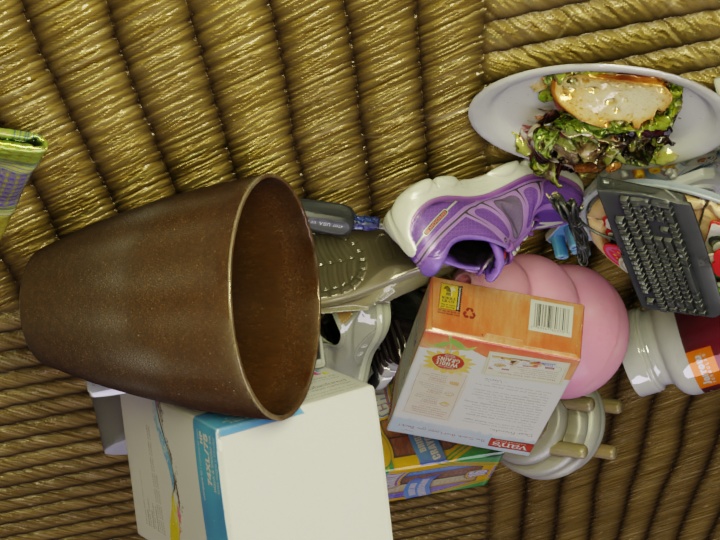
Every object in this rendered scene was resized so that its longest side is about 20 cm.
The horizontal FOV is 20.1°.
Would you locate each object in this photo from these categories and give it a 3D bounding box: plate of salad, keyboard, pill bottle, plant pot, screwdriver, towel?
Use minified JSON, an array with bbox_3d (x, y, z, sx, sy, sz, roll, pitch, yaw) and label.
[{"bbox_3d":[0.179,-0.103,1.519,0.199,0.048,0.200,4,162,1],"label":"plate of salad"},{"bbox_3d":[0.215,-0.018,1.608,0.126,0.021,0.200,14,157,25],"label":"keyboard"},{"bbox_3d":[0.353,0.055,1.970,0.199,0.114,0.113,-19,158,17],"label":"pill bottle"},{"bbox_3d":[-0.155,0.024,1.573,0.199,0.188,0.187,-3,162,19],"label":"plant pot"},{"bbox_3d":[0.030,-0.038,1.649,0.199,0.029,0.028,4,-179,-17],"label":"screwdriver"},{"bbox_3d":[-0.314,-0.051,1.478,0.143,0.023,0.200,0,156,-25],"label":"towel"}]

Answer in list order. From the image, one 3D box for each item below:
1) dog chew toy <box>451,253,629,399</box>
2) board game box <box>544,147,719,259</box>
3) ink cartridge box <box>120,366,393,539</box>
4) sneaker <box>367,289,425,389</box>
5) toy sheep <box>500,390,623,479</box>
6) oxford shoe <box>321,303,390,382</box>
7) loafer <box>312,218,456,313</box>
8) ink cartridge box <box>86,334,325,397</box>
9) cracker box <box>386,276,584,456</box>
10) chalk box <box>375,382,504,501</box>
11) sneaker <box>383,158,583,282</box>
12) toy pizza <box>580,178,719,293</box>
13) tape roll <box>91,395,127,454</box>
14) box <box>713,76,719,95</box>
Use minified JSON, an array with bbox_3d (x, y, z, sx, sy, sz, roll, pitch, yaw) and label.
[{"bbox_3d":[0.154,0.042,1.836,0.124,0.125,0.199,-27,146,34],"label":"dog chew toy"},{"bbox_3d":[0.286,-0.063,1.757,0.199,0.026,0.200,-3,157,-21],"label":"board game box"},{"bbox_3d":[-0.090,0.160,1.682,0.146,0.147,0.200,-14,-165,-28],"label":"ink cartridge box"},{"bbox_3d":[0.071,0.051,1.892,0.115,0.076,0.200,-12,169,-17],"label":"sneaker"},{"bbox_3d":[0.197,0.157,2.131,0.137,0.139,0.200,-20,162,21],"label":"toy sheep"},{"bbox_3d":[-0.021,0.069,1.819,0.057,0.076,0.200,-7,150,-17],"label":"oxford shoe"},{"bbox_3d":[0.000,0.000,1.699,0.199,0.076,0.068,-11,153,-3],"label":"loafer"},{"bbox_3d":[-0.137,0.053,1.743,0.196,0.047,0.200,-9,-165,-5],"label":"ink cartridge box"},{"bbox_3d":[0.105,0.086,1.754,0.133,0.058,0.200,11,149,-4],"label":"cracker box"},{"bbox_3d":[0.030,0.159,2.054,0.199,0.125,0.124,-9,159,-11],"label":"chalk box"},{"bbox_3d":[0.106,-0.031,1.632,0.199,0.084,0.081,-14,156,-38],"label":"sneaker"},{"bbox_3d":[0.269,-0.010,1.643,0.199,0.032,0.200,20,160,8],"label":"toy pizza"},{"bbox_3d":[-0.146,0.115,1.878,0.199,0.067,0.200,-14,171,-2],"label":"tape roll"},{"bbox_3d":[0.340,-0.077,1.612,0.077,0.095,0.200,-18,148,8],"label":"box"}]
